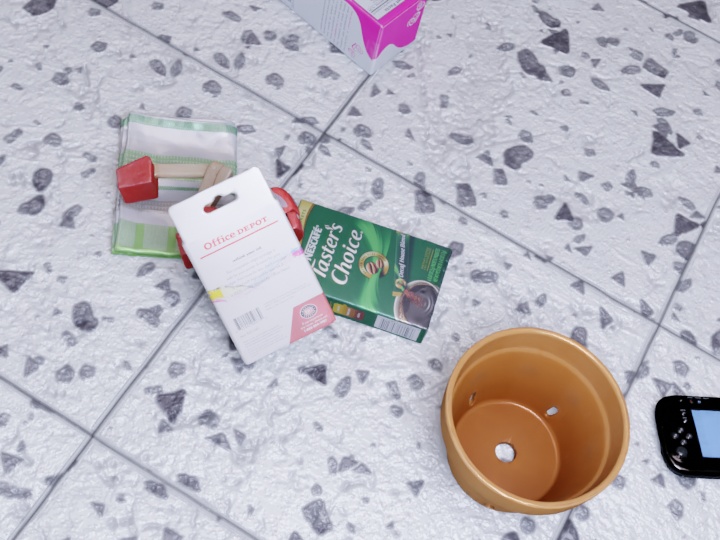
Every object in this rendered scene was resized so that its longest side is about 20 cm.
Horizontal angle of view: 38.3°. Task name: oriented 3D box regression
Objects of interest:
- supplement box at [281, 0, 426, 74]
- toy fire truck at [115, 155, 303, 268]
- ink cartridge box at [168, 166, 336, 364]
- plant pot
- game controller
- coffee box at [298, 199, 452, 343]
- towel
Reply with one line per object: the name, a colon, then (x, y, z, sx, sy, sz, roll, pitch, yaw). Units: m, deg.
supplement box: (-0.018, -0.384, 1.432, 0.200, 0.101, 0.103, 43, 63, 13)
toy fire truck: (-0.178, -0.078, 1.229, 0.200, 0.049, 0.141, -14, 70, -6)
ink cartridge box: (-0.123, -0.012, 1.157, 0.116, 0.068, 0.200, -26, 110, -3)
plant pot: (0.177, 0.182, 1.140, 0.200, 0.140, 0.200, 4, 61, -7)
game controller: (0.449, 0.200, 1.233, 0.199, 0.042, 0.105, 4, 62, -8)
coffee box: (0.000, 0.000, 1.261, 0.200, 0.044, 0.123, 19, 62, 2)
towel: (-0.229, -0.107, 1.288, 0.149, 0.031, 0.200, 2, 62, -8)
